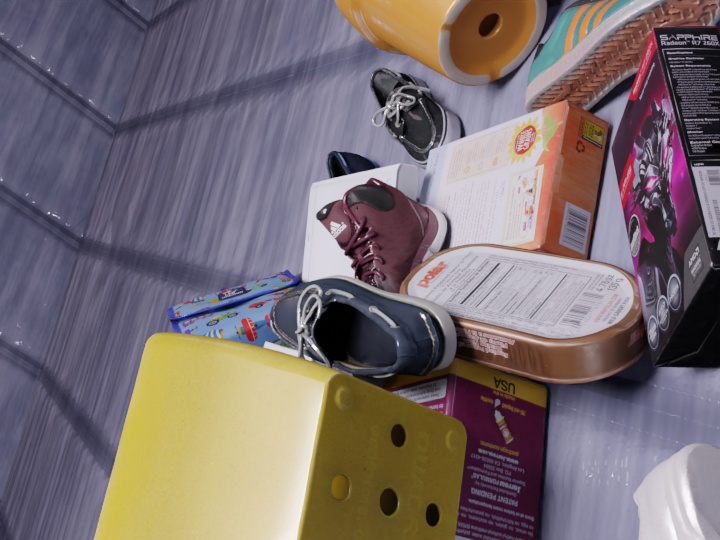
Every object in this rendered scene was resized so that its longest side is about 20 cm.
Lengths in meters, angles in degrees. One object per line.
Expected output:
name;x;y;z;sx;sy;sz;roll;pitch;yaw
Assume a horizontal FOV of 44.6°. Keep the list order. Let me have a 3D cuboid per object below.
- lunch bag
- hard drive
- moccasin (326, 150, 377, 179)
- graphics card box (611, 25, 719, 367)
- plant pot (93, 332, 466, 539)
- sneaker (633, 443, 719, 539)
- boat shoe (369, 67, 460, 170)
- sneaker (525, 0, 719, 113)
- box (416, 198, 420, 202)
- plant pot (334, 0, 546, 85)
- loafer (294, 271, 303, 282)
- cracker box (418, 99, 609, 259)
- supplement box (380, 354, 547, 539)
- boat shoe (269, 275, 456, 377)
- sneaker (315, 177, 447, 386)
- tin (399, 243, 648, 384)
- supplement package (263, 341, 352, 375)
lunch bag;-0.126;0.061;0.964;0.200;0.150;0.094;-137;30;-64
hard drive;-0.007;-0.037;0.933;0.200;0.027;0.132;-1;83;61
moccasin;-0.014;-0.063;1.053;0.080;0.068;0.200;-49;35;32
graphics card box;0.217;-0.050;0.585;0.126;0.051;0.200;91;179;-57
plant pot;-0.042;0.156;0.605;0.176;0.200;0.200;-14;59;46
sneaker;0.192;0.207;0.504;0.089;0.075;0.200;126;157;-52
boat shoe;0.056;-0.183;1.012;0.074;0.068;0.199;-53;31;28
sneaker;0.209;-0.203;0.728;0.200;0.071;0.080;-30;50;52
box;0.026;0.020;0.944;0.082;0.049;0.200;18;87;63
plant pot;0.093;-0.293;0.915;0.200;0.200;0.183;-55;46;25
loafer;-0.084;0.053;1.102;0.200;0.072;0.063;-31;51;48
cracker box;0.128;-0.063;0.807;0.200;0.058;0.134;-10;64;58
supplement box;0.065;0.183;0.699;0.131;0.103;0.200;-24;50;54
boat shoe;-0.016;0.047;0.687;0.200;0.062;0.075;14;106;47
sneaker;0.000;0.000;0.768;0.076;0.115;0.200;-33;30;46
tin;0.121;0.026;0.670;0.200;0.042;0.112;11;36;38
supplement package;-0.033;0.186;0.817;0.111;0.156;0.200;4;75;62
